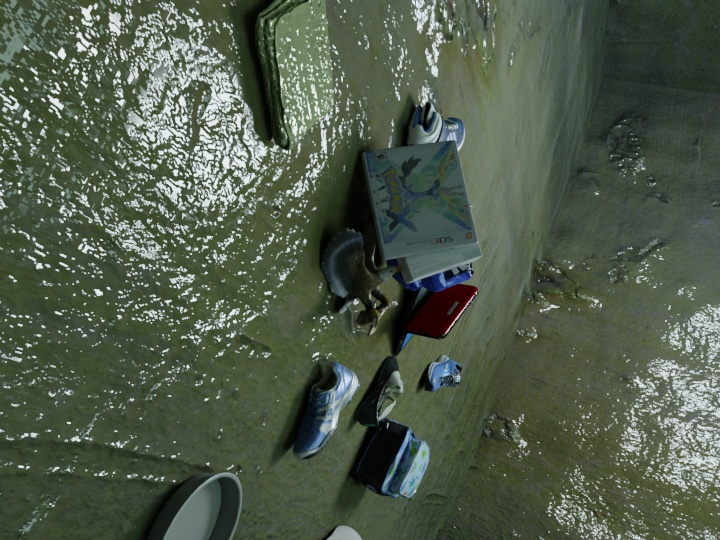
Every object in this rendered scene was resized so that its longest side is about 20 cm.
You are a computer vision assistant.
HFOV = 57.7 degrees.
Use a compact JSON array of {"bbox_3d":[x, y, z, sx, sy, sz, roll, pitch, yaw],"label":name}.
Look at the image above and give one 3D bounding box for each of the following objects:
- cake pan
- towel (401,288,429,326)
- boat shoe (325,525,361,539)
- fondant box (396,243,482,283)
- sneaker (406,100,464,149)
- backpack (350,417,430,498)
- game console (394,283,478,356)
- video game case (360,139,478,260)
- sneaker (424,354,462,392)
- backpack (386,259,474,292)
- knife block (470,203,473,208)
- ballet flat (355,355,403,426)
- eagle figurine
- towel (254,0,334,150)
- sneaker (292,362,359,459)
[{"bbox_3d":[-0.254,0.397,0.990,0.200,0.037,0.201,-46,145,-46],"label":"cake pan"},{"bbox_3d":[0.171,0.050,1.678,0.200,0.022,0.147,-36,151,-52],"label":"towel"},{"bbox_3d":[-0.059,0.681,1.579,0.069,0.072,0.200,-54,165,10],"label":"boat shoe"},{"bbox_3d":[0.122,-0.093,1.225,0.058,0.144,0.200,129,-58,-77],"label":"fondant box"},{"bbox_3d":[0.166,-0.307,1.385,0.200,0.080,0.147,-50,152,-31],"label":"sneaker"},{"bbox_3d":[0.091,0.495,1.680,0.183,0.147,0.200,-63,157,-16],"label":"backpack"},{"bbox_3d":[0.190,0.130,1.640,0.200,0.172,0.119,-47,131,-37],"label":"game console"},{"bbox_3d":[0.107,-0.130,1.187,0.022,0.182,0.201,135,-56,-76],"label":"video game case"},{"bbox_3d":[0.258,0.318,1.998,0.200,0.089,0.079,-28,130,-58],"label":"sneaker"},{"bbox_3d":[0.129,-0.070,1.339,0.167,0.162,0.200,-21,114,-18],"label":"backpack"},{"bbox_3d":[0.170,-0.109,1.498,0.064,0.200,0.176,-55,180,-39],"label":"knife block"},{"bbox_3d":[0.062,0.297,1.577,0.200,0.068,0.068,-57,152,-32],"label":"ballet flat"},{"bbox_3d":[0.007,-0.003,1.227,0.200,0.151,0.152,66,-7,-15],"label":"eagle figurine"},{"bbox_3d":[-0.088,-0.283,0.903,0.148,0.036,0.200,-54,149,-39],"label":"towel"},{"bbox_3d":[-0.080,0.268,1.266,0.077,0.076,0.200,50,57,-37],"label":"sneaker"}]
